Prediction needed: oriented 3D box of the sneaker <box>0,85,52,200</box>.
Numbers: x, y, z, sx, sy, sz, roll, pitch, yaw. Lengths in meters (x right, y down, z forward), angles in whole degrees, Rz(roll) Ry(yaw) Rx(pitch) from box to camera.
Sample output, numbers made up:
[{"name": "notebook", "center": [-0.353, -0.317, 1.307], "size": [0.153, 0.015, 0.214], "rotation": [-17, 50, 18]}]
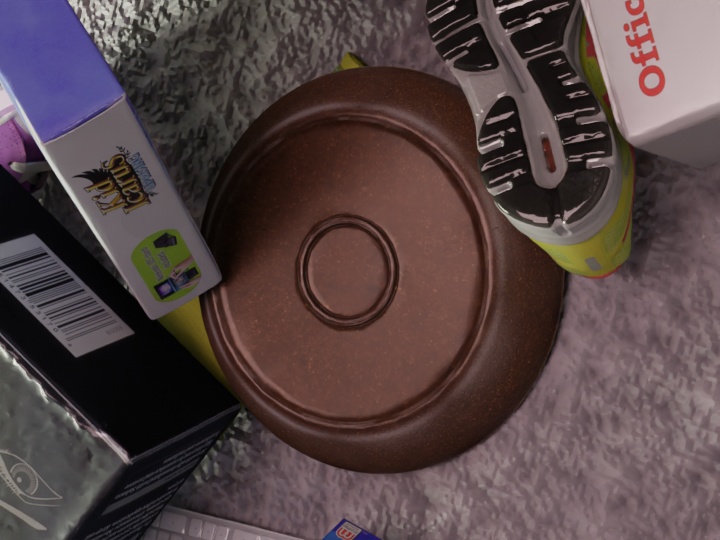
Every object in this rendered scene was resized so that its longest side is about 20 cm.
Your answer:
[{"name": "sneaker", "center": [-0.200, -0.018, 1.119], "size": [0.200, 0.073, 0.114], "rotation": [-42, 76, 24]}]

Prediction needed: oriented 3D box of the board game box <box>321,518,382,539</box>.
[{"name": "board game box", "center": [-0.007, 0.213, 0.888], "size": [0.152, 0.200, 0.045], "rotation": [25, 136, 26]}]

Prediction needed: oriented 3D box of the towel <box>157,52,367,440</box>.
[{"name": "towel", "center": [-0.039, -0.011, 1.040], "size": [0.200, 0.018, 0.086], "rotation": [-51, 58, 18]}]

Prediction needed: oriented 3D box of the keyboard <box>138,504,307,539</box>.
[{"name": "keyboard", "center": [-0.042, 0.161, 1.024], "size": [0.200, 0.011, 0.056], "rotation": [9, 89, 32]}]

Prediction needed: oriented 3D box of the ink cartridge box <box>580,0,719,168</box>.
[{"name": "ink cartridge box", "center": [0.197, -0.146, 0.866], "size": [0.200, 0.084, 0.145], "rotation": [-21, 74, 28]}]

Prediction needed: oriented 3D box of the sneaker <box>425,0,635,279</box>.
[{"name": "sneaker", "center": [0.084, -0.079, 0.937], "size": [0.078, 0.090, 0.200], "rotation": [-17, 53, 18]}]

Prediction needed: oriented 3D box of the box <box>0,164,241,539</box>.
[{"name": "box", "center": [-0.204, 0.081, 1.034], "size": [0.197, 0.117, 0.200], "rotation": [44, 115, 12]}]

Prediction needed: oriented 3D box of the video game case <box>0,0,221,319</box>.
[{"name": "video game case", "center": [-0.148, -0.096, 0.959], "size": [0.045, 0.181, 0.200], "rotation": [-31, 63, -6]}]

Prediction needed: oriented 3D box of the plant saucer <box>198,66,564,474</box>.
[{"name": "plant saucer", "center": [0.000, 0.000, 0.986], "size": [0.200, 0.034, 0.201], "rotation": [0, 90, 25]}]
